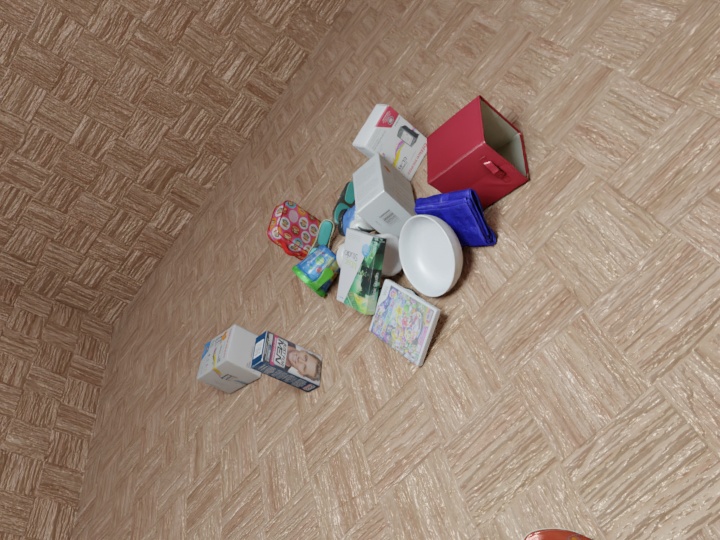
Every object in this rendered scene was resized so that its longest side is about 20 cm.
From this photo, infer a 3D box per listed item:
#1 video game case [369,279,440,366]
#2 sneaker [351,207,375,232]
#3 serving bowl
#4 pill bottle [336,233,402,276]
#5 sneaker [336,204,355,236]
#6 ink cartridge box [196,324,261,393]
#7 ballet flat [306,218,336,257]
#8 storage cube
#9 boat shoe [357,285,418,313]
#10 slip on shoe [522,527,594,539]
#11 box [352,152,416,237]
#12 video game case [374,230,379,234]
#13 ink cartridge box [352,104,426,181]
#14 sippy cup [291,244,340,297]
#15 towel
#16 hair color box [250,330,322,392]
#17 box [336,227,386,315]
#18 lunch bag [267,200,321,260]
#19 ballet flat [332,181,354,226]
[{"bbox_3d":[0.103,0.123,1.399,0.200,0.018,0.144,31,109,49],"label":"video game case"},{"bbox_3d":[0.006,-0.150,1.661,0.074,0.088,0.200,-15,12,16],"label":"sneaker"},{"bbox_3d":[0.180,-0.041,1.397,0.200,0.065,0.202,28,125,49],"label":"serving bowl"},{"bbox_3d":[0.023,-0.040,1.598,0.199,0.114,0.115,-1,62,55],"label":"pill bottle"},{"bbox_3d":[-0.013,-0.200,1.865,0.111,0.077,0.201,13,81,46],"label":"sneaker"},{"bbox_3d":[-0.442,0.308,1.992,0.200,0.144,0.148,-32,39,37],"label":"ink cartridge box"},{"bbox_3d":[-0.132,-0.081,1.958,0.201,0.069,0.069,-66,29,10],"label":"ballet flat"},{"bbox_3d":[0.282,-0.277,1.411,0.179,0.170,0.201,-34,39,38],"label":"storage cube"},{"bbox_3d":[0.074,0.070,1.516,0.199,0.076,0.060,-4,18,38],"label":"boat shoe"},{"bbox_3d":[0.318,0.425,0.850,0.199,0.061,0.075,-11,56,54],"label":"slip on shoe"},{"bbox_3d":[0.069,-0.208,1.635,0.106,0.152,0.201,-37,34,25],"label":"box"},{"bbox_3d":[0.095,-0.100,1.677,0.201,0.023,0.182,-61,30,-3],"label":"video game case"},{"bbox_3d":[0.098,-0.385,1.748,0.148,0.199,0.086,-60,31,-2],"label":"ink cartridge box"},{"bbox_3d":[-0.127,-0.007,1.832,0.130,0.140,0.178,-48,55,0],"label":"sippy cup"},{"bbox_3d":[0.221,-0.117,1.389,0.049,0.148,0.199,-37,19,-27],"label":"towel"},{"bbox_3d":[-0.206,0.259,1.630,0.060,0.199,0.101,-34,39,37],"label":"hair color box"},{"bbox_3d":[0.000,0.000,1.500,0.144,0.036,0.202,22,108,54],"label":"box"},{"bbox_3d":[-0.224,-0.126,2.000,0.082,0.200,0.177,-19,47,41],"label":"lunch bag"},{"bbox_3d":[-0.056,-0.217,1.971,0.068,0.068,0.201,-34,28,52],"label":"ballet flat"}]
